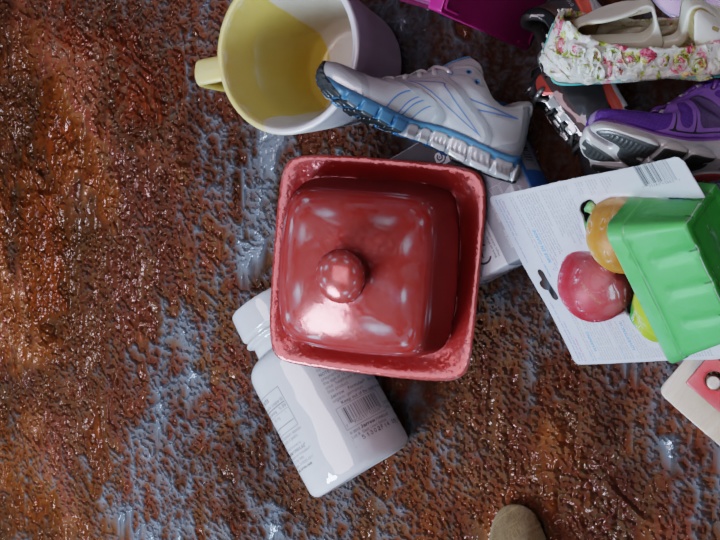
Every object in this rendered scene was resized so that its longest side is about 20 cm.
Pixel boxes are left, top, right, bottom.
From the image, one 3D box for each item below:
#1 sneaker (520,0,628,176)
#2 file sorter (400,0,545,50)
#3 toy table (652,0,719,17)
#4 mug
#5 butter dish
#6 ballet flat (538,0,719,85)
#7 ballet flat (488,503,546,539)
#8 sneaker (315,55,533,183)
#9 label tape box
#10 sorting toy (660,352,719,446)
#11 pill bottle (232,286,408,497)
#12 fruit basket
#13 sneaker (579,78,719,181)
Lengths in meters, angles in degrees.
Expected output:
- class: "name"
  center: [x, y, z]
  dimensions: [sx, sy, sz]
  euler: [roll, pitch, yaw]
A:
- class: "sneaker"
  center: [0.184, -0.144, 0.880]
  dimensions: [0.081, 0.077, 0.202]
  euler: [-10, 79, -11]
- class: "file sorter"
  center: [0.084, -0.293, 0.868]
  dimensions: [0.125, 0.199, 0.140]
  euler: [26, 104, 26]
- class: "toy table"
  center: [0.311, -0.294, 0.798]
  dimensions: [0.184, 0.117, 0.201]
  euler: [42, 109, 18]
- class: "mug"
  center: [-0.048, -0.211, 0.965]
  dimensions: [0.186, 0.153, 0.151]
  euler: [31, 107, 22]
- class: "butter dish"
  center: [0.000, 0.000, 0.874]
  dimensions: [0.198, 0.148, 0.202]
  euler: [6, 95, 14]
- class: "ballet flat"
  center: [0.246, -0.189, 0.810]
  dimensions: [0.198, 0.076, 0.064]
  euler: [-5, 130, 1]
- class: "ballet flat"
  center: [0.144, 0.330, 0.949]
  dimensions: [0.067, 0.072, 0.203]
  euler: [4, 95, 26]
- class: "sneaker"
  center: [0.059, -0.149, 0.851]
  dimensions: [0.198, 0.075, 0.087]
  euler: [20, 96, -17]
- class: "label tape box"
  center: [0.082, -0.051, 0.959]
  dimensions: [0.199, 0.066, 0.144]
  euler: [-28, 81, 24]
- class: "sorting toy"
  center: [0.382, 0.096, 0.814]
  dimensions: [0.199, 0.069, 0.201]
  euler: [42, 110, 18]
- class: "pill bottle"
  center: [-0.046, 0.114, 1.008]
  dimensions: [0.114, 0.114, 0.201]
  euler: [-34, 78, 24]
- class: "fruit basket"
  center: [0.222, -0.002, 0.829]
  dimensions: [0.199, 0.094, 0.186]
  euler: [-6, 119, 56]
- class: "sneaker"
  center: [0.269, -0.118, 0.820]
  dimensions: [0.081, 0.198, 0.084]
  euler: [139, 128, -67]
